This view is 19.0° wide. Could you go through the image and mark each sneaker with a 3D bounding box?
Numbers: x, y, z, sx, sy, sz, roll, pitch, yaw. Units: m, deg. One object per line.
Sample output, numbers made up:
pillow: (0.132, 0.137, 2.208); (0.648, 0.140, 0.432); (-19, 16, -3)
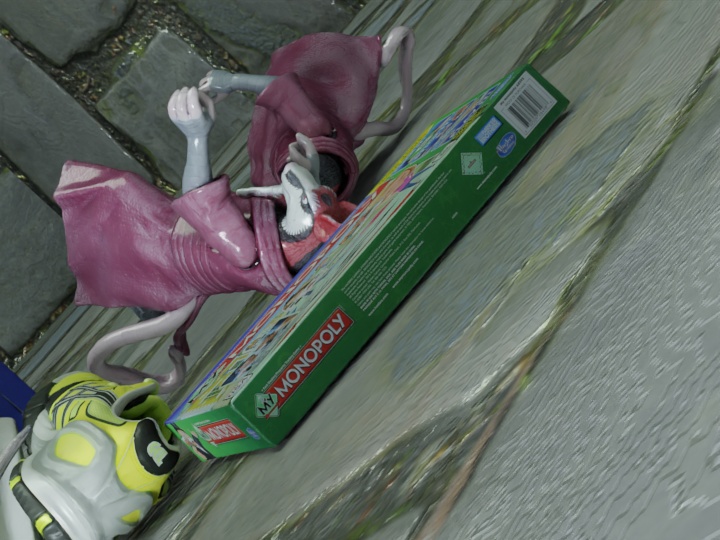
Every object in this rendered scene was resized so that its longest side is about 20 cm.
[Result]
sneaker: (-0.121, 0.089, 1.065); (0.076, 0.075, 0.200); (-34, 15, 1)

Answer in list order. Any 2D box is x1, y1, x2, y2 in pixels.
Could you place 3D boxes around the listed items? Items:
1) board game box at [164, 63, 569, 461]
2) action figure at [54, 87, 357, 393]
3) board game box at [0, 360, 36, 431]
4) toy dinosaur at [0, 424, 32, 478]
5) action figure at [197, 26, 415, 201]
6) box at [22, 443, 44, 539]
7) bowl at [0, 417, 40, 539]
board game box: (0.000, 0.000, 0.958); (0.200, 0.029, 0.135); (-49, 8, -17)
action figure: (-0.082, -0.012, 1.149); (0.200, 0.134, 0.149); (0, 79, 44)
board game box: (-0.331, 0.149, 1.562); (0.200, 0.159, 0.097); (-45, 6, 10)
toy dinosaur: (-0.090, 0.144, 0.659); (0.181, 0.105, 0.200); (-10, 73, 58)
action figure: (-0.026, -0.069, 1.362); (0.149, 0.134, 0.200); (-5, 23, -3)
box: (-0.225, 0.167, 1.281); (0.158, 0.048, 0.200); (-52, 9, -34)
bowl: (-0.211, 0.126, 1.076); (0.094, 0.201, 0.201); (-11, 3, -8)
